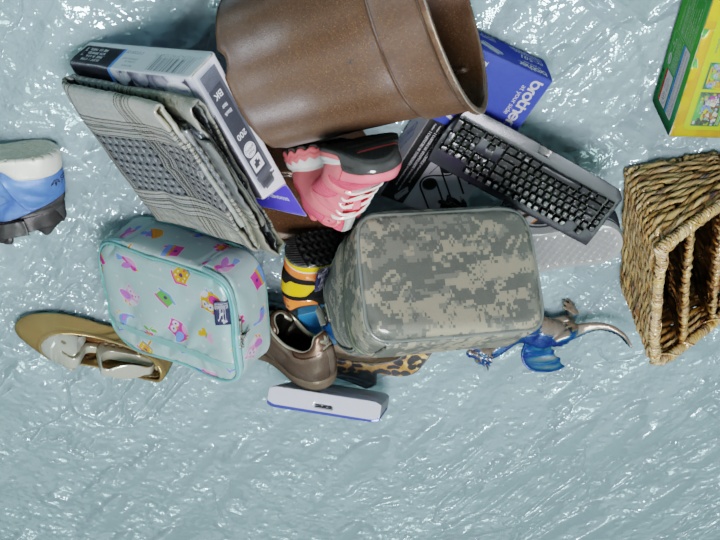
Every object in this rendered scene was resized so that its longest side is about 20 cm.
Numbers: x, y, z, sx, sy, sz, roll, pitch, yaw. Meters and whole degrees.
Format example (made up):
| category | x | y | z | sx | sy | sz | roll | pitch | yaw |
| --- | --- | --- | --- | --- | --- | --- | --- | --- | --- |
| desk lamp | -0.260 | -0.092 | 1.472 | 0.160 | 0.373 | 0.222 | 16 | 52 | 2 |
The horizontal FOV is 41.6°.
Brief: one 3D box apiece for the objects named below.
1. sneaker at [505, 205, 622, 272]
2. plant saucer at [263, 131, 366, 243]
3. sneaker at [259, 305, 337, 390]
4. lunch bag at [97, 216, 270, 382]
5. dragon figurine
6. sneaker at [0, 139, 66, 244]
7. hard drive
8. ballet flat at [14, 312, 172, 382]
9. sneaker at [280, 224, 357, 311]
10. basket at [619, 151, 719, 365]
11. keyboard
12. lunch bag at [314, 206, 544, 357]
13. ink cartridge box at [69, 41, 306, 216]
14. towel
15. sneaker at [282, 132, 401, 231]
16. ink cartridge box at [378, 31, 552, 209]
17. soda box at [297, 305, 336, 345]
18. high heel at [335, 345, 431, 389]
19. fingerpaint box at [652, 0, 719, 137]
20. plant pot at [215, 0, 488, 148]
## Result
| category | x | y | z | sx | sy | sz | roll | pitch | yaw |
| --- | --- | --- | --- | --- | --- | --- | --- | --- | --- |
| sneaker | 0.192 | -0.043 | 1.078 | 0.199 | 0.080 | 0.079 | -4 | 130 | 10 |
| plant saucer | -0.081 | -0.098 | 1.039 | 0.199 | 0.037 | 0.201 | -2 | 133 | -2 |
| sneaker | -0.108 | 0.068 | 1.123 | 0.199 | 0.070 | 0.076 | 21 | 128 | 27 |
| lunch bag | -0.196 | 0.037 | 1.063 | 0.199 | 0.077 | 0.161 | 18 | 125 | 25 |
| dragon figurine | 0.234 | 0.089 | 1.207 | 0.199 | 0.059 | 0.100 | 8 | 131 | -9 |
| sneaker | -0.414 | -0.077 | 1.009 | 0.198 | 0.077 | 0.112 | -4 | 123 | -9 |
| hard drive | -0.034 | 0.160 | 1.175 | 0.131 | 0.026 | 0.200 | 8 | 176 | 5 |
| ballet flat | -0.332 | 0.098 | 1.180 | 0.199 | 0.063 | 0.069 | 10 | 130 | -11 |
| sneaker | 0.000 | 0.000 | 1.084 | 0.199 | 0.070 | 0.090 | -6 | 132 | -26 |
| basket | 0.379 | -0.011 | 1.068 | 0.142 | 0.149 | 0.201 | -8 | 131 | 4 |
| keyboard | 0.160 | -0.079 | 0.995 | 0.199 | 0.021 | 0.127 | 27 | 126 | -10 |
| lunch bag | 0.064 | 0.021 | 0.970 | 0.199 | 0.140 | 0.168 | -5 | 165 | -15 |
| ink cartridge box | -0.169 | -0.128 | 0.928 | 0.197 | 0.043 | 0.200 | 15 | 146 | 40 |
| towel | -0.181 | -0.096 | 0.904 | 0.199 | 0.035 | 0.193 | 16 | 146 | 38 |
| sneaker | -0.009 | -0.080 | 0.887 | 0.073 | 0.200 | 0.087 | -15 | 101 | -20 |
| ink cartridge box | 0.105 | -0.148 | 0.999 | 0.094 | 0.044 | 0.200 | 18 | 128 | -21 |
| soda box | 0.027 | 0.032 | 1.138 | 0.199 | 0.068 | 0.064 | -13 | 131 | 8 |
| high heel | 0.008 | 0.083 | 1.177 | 0.142 | 0.072 | 0.200 | 24 | 135 | -30 |
| fingerpaint box | 0.397 | -0.231 | 0.924 | 0.166 | 0.074 | 0.201 | 1 | 132 | -3 |
| plant pot | -0.010 | -0.207 | 0.852 | 0.197 | 0.201 | 0.201 | -16 | 131 | 20 |
